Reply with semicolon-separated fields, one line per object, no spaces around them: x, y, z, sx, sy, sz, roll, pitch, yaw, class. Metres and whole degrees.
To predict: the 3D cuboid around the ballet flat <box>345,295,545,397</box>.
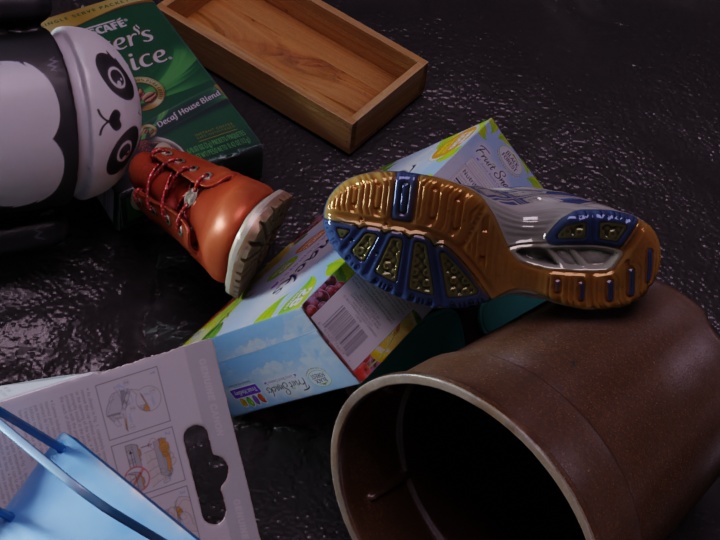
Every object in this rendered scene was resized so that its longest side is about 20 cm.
0.058;0.030;1.155;0.200;0.068;0.067;-25;36;-27;ballet flat

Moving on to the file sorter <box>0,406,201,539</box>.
-0.195;0.177;0.837;0.139;0.123;0.200;31;82;37;file sorter

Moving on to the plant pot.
0.120;0.106;1.011;0.200;0.201;0.198;36;47;24;plant pot

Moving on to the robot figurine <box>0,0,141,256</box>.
-0.245;-0.097;1.118;0.200;0.150;0.125;-10;59;-24;robot figurine

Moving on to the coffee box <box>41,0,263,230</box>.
-0.173;-0.126;1.272;0.123;0.044;0.200;-21;54;-22;coffee box

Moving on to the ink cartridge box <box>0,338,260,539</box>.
-0.167;0.138;0.965;0.200;0.163;0.057;-19;16;-25;ink cartridge box

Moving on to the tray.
-0.056;-0.175;1.335;0.200;0.037;0.099;33;53;20;tray

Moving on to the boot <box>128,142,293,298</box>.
-0.106;-0.040;1.107;0.107;0.200;0.075;31;88;-10;boot

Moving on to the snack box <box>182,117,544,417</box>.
0.000;0.000;1.090;0.068;0.169;0.200;51;59;-12;snack box

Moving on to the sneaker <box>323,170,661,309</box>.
0.074;-0.017;1.004;0.200;0.075;0.088;11;11;-7;sneaker
